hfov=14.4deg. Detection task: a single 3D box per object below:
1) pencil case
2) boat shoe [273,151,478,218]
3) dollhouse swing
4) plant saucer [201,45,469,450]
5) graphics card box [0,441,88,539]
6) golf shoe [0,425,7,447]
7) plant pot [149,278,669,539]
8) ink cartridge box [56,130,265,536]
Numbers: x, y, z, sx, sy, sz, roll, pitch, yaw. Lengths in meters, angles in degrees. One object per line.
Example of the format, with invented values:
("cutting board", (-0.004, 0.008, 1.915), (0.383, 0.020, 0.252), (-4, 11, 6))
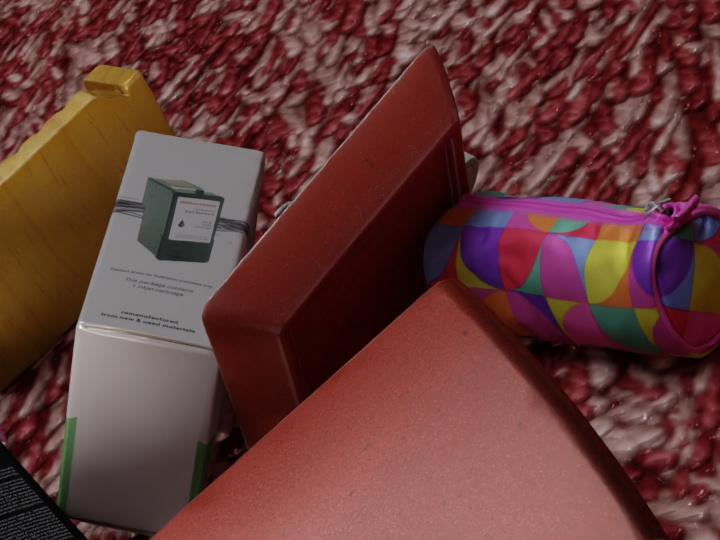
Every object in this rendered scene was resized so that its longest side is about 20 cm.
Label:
("pencil case", (0.122, -0.003, 1.548), (0.200, 0.089, 0.088), (2, 45, 50))
("boat shoe", (-0.008, -0.020, 1.695), (0.062, 0.075, 0.200), (31, 56, 21))
("dollhouse swing", (-0.243, -0.049, 1.946), (0.200, 0.182, 0.176), (-44, 49, -17))
("plant saucer", (0.000, 0.000, 1.593), (0.037, 0.200, 0.200), (34, 72, 21))
("graphics card box", (-0.239, 0.150, 1.611), (0.125, 0.051, 0.200), (-19, 44, -32))
("golf shoe", (-0.283, 0.112, 1.843), (0.200, 0.075, 0.092), (53, 127, 50))
("plant pot", (0.056, 0.161, 1.257), (0.200, 0.200, 0.176), (-42, 39, -13))
("ink cartridge box", (-0.114, 0.035, 1.664), (0.084, 0.146, 0.200), (10, 35, 0))
